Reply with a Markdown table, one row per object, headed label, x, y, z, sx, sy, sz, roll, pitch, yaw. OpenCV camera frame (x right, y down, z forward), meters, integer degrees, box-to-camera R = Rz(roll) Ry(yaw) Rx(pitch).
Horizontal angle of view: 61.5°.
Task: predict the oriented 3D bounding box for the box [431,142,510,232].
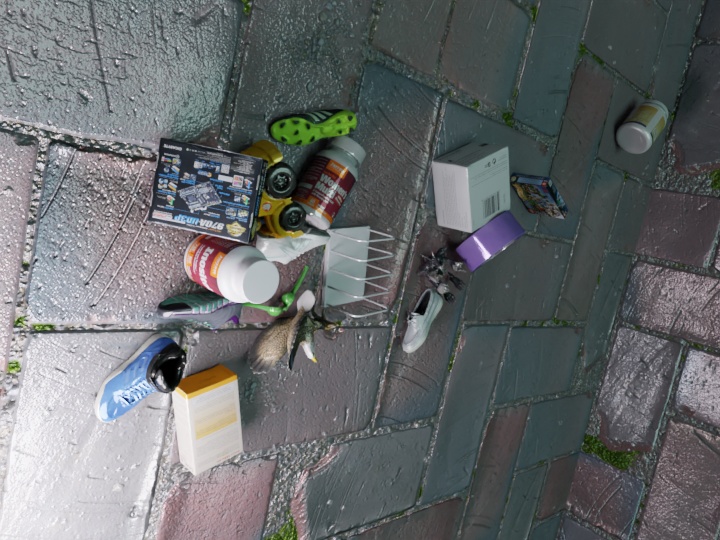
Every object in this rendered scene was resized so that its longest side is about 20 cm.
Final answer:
| label | x | y | z | sx | sy | sz | roll | pitch | yaw |
| --- | --- | --- | --- | --- | --- | --- | --- | --- | --- |
| box | 0.322 | -0.244 | 1.750 | 0.199 | 0.130 | 0.201 | -30 | 123 | -35 |

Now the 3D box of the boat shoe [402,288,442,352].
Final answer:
| label | x | y | z | sx | sy | sz | roll | pitch | yaw |
| --- | --- | --- | --- | --- | --- | --- | --- | --- | --- |
| boat shoe | 0.170 | 0.143 | 1.784 | 0.071 | 0.070 | 0.201 | 43 | 69 | -33 |

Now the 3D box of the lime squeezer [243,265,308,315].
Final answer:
| label | x | y | z | sx | sy | sz | roll | pitch | yaw |
| --- | --- | --- | --- | --- | --- | --- | --- | --- | --- |
| lime squeezer | -0.190 | 0.062 | 1.415 | 0.200 | 0.038 | 0.071 | -30 | 93 | -34 |

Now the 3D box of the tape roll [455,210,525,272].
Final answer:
| label | x | y | z | sx | sy | sz | roll | pitch | yaw |
| --- | --- | --- | --- | --- | --- | --- | --- | --- | --- |
| tape roll | 0.391 | -0.087 | 1.824 | 0.200 | 0.085 | 0.200 | -36 | 171 | -7 |

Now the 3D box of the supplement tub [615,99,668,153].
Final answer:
| label | x | y | z | sx | sy | sz | roll | pitch | yaw |
| --- | --- | --- | --- | --- | --- | --- | --- | --- | --- |
| supplement tub | 1.146 | -0.586 | 2.458 | 0.200 | 0.144 | 0.145 | -47 | 132 | -23 |

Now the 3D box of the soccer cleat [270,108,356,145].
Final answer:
| label | x | y | z | sx | sy | sz | roll | pitch | yaw |
| --- | --- | --- | --- | --- | --- | --- | --- | --- | --- |
| soccer cleat | -0.106 | -0.321 | 1.339 | 0.199 | 0.081 | 0.068 | -12 | 122 | -19 |

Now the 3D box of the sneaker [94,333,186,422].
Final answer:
| label | x | y | z | sx | sy | sz | roll | pitch | yaw |
| --- | --- | --- | --- | --- | --- | --- | --- | --- | --- |
| sneaker | -0.420 | 0.220 | 1.171 | 0.200 | 0.111 | 0.077 | -50 | 133 | -21 |

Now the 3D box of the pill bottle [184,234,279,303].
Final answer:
| label | x | y | z | sx | sy | sz | roll | pitch | yaw |
| --- | --- | --- | --- | --- | --- | --- | --- | --- | --- |
| pill bottle | -0.254 | -0.003 | 1.197 | 0.113 | 0.200 | 0.113 | -17 | 115 | -41 |

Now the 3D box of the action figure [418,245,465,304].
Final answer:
| label | x | y | z | sx | sy | sz | roll | pitch | yaw |
| --- | --- | --- | --- | --- | --- | --- | --- | --- | --- |
| action figure | 0.251 | 0.011 | 1.789 | 0.119 | 0.102 | 0.200 | -48 | 135 | -7 |

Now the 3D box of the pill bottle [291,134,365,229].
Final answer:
| label | x | y | z | sx | sy | sz | roll | pitch | yaw |
| --- | --- | --- | --- | --- | --- | --- | --- | --- | --- |
| pill bottle | -0.074 | -0.203 | 1.378 | 0.110 | 0.109 | 0.201 | 39 | 75 | -45 |

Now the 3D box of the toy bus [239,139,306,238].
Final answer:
| label | x | y | z | sx | sy | sz | roll | pitch | yaw |
| --- | --- | --- | --- | --- | --- | --- | --- | --- | --- |
| toy bus | -0.227 | -0.140 | 1.241 | 0.192 | 0.136 | 0.201 | -28 | 125 | -20 |

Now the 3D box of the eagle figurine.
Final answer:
| label | x | y | z | sx | sy | sz | roll | pitch | yaw |
| --- | --- | --- | --- | --- | --- | --- | --- | --- | --- |
| eagle figurine | -0.148 | 0.151 | 1.387 | 0.200 | 0.151 | 0.152 | -19 | 137 | -46 |

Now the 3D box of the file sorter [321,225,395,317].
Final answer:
| label | x | y | z | sx | sy | sz | roll | pitch | yaw |
| --- | --- | --- | --- | --- | --- | --- | --- | --- | --- |
| file sorter | 0.000 | 0.000 | 1.513 | 0.138 | 0.124 | 0.201 | -9 | 109 | -44 |

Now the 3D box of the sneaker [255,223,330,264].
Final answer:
| label | x | y | z | sx | sy | sz | roll | pitch | yaw |
| --- | --- | --- | --- | --- | --- | --- | --- | --- | --- |
| sneaker | -0.157 | -0.061 | 1.383 | 0.200 | 0.070 | 0.081 | -9 | 125 | -40 |

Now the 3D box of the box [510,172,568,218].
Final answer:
| label | x | y | z | sx | sy | sz | roll | pitch | yaw |
| --- | --- | --- | --- | --- | --- | --- | --- | --- | --- |
| box | 0.596 | -0.249 | 2.022 | 0.200 | 0.136 | 0.038 | 40 | 73 | -45 |

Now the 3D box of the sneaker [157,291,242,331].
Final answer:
| label | x | y | z | sx | sy | sz | roll | pitch | yaw |
| --- | --- | --- | --- | --- | --- | --- | --- | --- | --- |
| sneaker | -0.325 | 0.095 | 1.255 | 0.200 | 0.074 | 0.088 | -9 | 115 | -44 |

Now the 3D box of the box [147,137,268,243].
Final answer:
| label | x | y | z | sx | sy | sz | roll | pitch | yaw |
| --- | --- | --- | --- | --- | --- | --- | --- | --- | --- |
| box | -0.285 | -0.150 | 1.131 | 0.046 | 0.199 | 0.160 | -62 | 163 | -82 |

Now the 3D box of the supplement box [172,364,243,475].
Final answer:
| label | x | y | z | sx | sy | sz | roll | pitch | yaw |
| --- | --- | --- | --- | --- | --- | --- | --- | --- | --- |
| supplement box | -0.333 | 0.323 | 1.323 | 0.126 | 0.073 | 0.201 | -17 | 115 | -41 |
